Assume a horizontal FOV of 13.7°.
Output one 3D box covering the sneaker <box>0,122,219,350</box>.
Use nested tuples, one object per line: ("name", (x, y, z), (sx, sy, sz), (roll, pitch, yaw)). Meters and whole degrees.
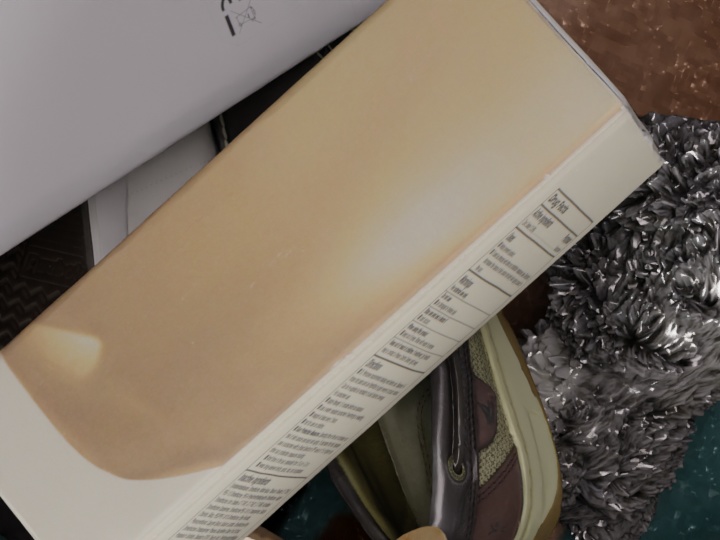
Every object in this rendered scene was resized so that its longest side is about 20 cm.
("sneaker", (-0.079, -0.042, 0.983), (0.073, 0.085, 0.201), (-15, 64, 35))

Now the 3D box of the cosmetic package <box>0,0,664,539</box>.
("cosmetic package", (-0.013, 0.003, 0.852), (0.200, 0.105, 0.071), (-42, 78, 3))

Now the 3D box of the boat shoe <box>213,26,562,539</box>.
("boat shoe", (-0.001, 0.001, 0.934), (0.072, 0.066, 0.201), (-29, 77, 26))

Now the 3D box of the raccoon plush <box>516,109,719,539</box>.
("raccoon plush", (0.111, 0.023, 0.932), (0.097, 0.200, 0.134), (15, 79, -30))

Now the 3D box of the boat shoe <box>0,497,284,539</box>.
("boat shoe", (-0.072, 0.099, 0.953), (0.200, 0.072, 0.065), (28, 76, -7))

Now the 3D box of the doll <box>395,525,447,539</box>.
("doll", (0.047, 0.161, 0.928), (0.136, 0.049, 0.200), (-25, 127, 24))

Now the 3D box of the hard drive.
("hard drive", (-0.087, -0.092, 0.876), (0.200, 0.026, 0.132), (-34, 117, -27))
